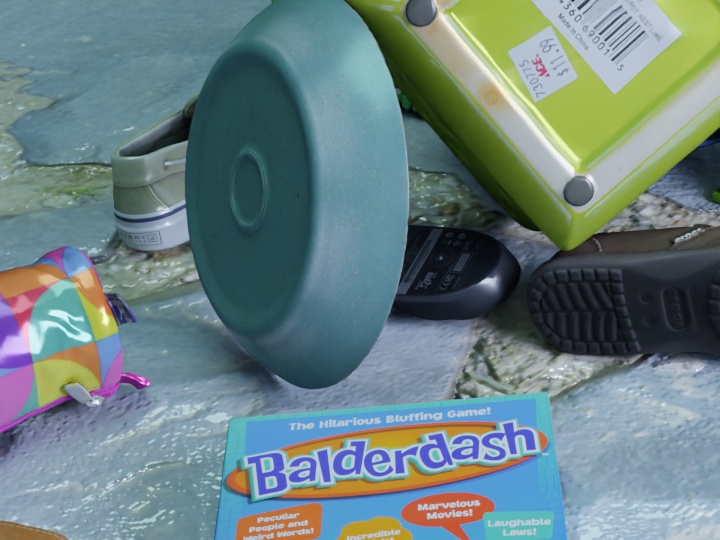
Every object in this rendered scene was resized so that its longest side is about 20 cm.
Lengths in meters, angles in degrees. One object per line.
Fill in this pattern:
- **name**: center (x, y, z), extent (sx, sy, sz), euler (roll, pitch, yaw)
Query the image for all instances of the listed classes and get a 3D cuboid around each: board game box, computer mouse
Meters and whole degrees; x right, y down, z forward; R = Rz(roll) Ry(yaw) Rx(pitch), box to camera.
- **board game box**: center (0.013, 0.128, 0.810), extent (0.151, 0.045, 0.200), euler (-6, 29, 3)
- **computer mouse**: center (0.000, 0.000, 1.057), extent (0.199, 0.034, 0.059), euler (8, 50, 35)

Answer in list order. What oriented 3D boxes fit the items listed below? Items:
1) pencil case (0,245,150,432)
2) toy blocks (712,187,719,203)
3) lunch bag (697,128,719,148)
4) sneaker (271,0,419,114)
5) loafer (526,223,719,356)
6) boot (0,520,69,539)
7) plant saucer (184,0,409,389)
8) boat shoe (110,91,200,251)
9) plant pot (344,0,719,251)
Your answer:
- **pencil case**: center (-0.209, 0.055, 0.952), extent (0.199, 0.089, 0.088), euler (-21, 32, -22)
- **toy blocks**: center (0.282, -0.081, 1.018), extent (0.100, 0.137, 0.200), euler (-31, 37, -35)
- **lunch bag**: center (0.128, -0.140, 1.151), extent (0.199, 0.137, 0.132), euler (-6, 14, -2)
- **sneaker**: center (0.030, -0.151, 1.249), extent (0.199, 0.086, 0.078), euler (1, 31, 14)
- **loafer**: center (0.185, 0.001, 0.960), extent (0.199, 0.073, 0.071), euler (5, 33, 20)
- **boot**: center (-0.215, 0.155, 0.779), extent (0.199, 0.077, 0.155), euler (-1, 32, 5)
- **plant saucer**: center (-0.042, -0.040, 0.956), extent (0.036, 0.201, 0.200), euler (-2, 24, -31)
- **boat shoe**: center (-0.082, -0.081, 1.176), extent (0.072, 0.062, 0.200), euler (10, 33, 27)
- **plant pot**: center (0.107, -0.139, 0.990), extent (0.199, 0.200, 0.182), euler (-40, 12, 7)
